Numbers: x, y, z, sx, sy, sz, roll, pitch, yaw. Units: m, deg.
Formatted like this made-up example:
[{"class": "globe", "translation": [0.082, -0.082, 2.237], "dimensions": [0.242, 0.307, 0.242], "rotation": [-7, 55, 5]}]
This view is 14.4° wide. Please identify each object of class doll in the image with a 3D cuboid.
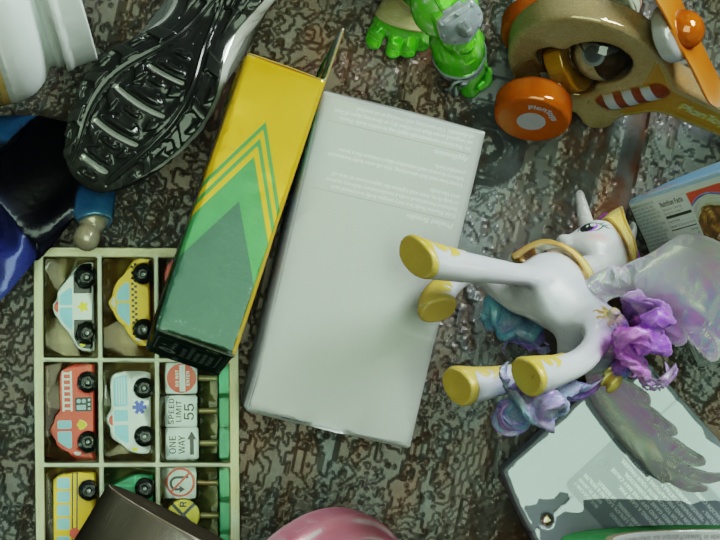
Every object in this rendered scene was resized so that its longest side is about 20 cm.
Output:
[{"class": "doll", "translation": [-0.211, -0.042, 1.709], "dimensions": [0.136, 0.048, 0.200], "rotation": [39, 78, 26]}]

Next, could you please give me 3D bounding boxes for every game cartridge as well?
[{"class": "game cartridge", "translation": [0.185, 0.163, 1.758], "dimensions": [0.133, 0.040, 0.200], "rotation": [-42, 93, -7]}]

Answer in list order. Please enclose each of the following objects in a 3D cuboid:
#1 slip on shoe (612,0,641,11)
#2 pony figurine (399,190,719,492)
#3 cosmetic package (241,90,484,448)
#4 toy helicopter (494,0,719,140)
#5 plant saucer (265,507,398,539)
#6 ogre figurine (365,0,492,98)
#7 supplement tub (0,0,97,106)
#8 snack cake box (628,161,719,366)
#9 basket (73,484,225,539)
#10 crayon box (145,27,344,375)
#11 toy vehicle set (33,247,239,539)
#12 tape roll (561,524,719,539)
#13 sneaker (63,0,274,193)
[{"class": "slip on shoe", "translation": [0.108, -0.233, 1.739], "dimensions": [0.200, 0.074, 0.061], "rotation": [51, 54, -8]}, {"class": "pony figurine", "translation": [0.137, 0.033, 1.661], "dimensions": [0.193, 0.200, 0.167], "rotation": [48, 130, 25]}, {"class": "cosmetic package", "translation": [0.000, 0.000, 1.719], "dimensions": [0.107, 0.090, 0.200], "rotation": [16, 91, -5]}, {"class": "toy helicopter", "translation": [0.185, -0.119, 1.722], "dimensions": [0.200, 0.132, 0.079], "rotation": [21, 55, -21]}, {"class": "plant saucer", "translation": [-0.024, 0.239, 1.665], "dimensions": [0.051, 0.200, 0.201], "rotation": [19, 88, 34]}, {"class": "ogre figurine", "translation": [0.022, -0.199, 1.703], "dimensions": [0.098, 0.120, 0.200], "rotation": [-12, 90, -5]}, {"class": "supplement tub", "translation": [-0.266, -0.155, 1.666], "dimensions": [0.200, 0.145, 0.145], "rotation": [-16, 91, -5]}, {"class": "snack cake box", "translation": [0.246, -0.015, 1.677], "dimensions": [0.067, 0.200, 0.115], "rotation": [-23, 92, -20]}, {"class": "basket", "translation": [-0.145, 0.238, 1.656], "dimensions": [0.136, 0.180, 0.200], "rotation": [28, 88, 7]}, {"class": "crayon box", "translation": [-0.070, -0.045, 1.668], "dimensions": [0.052, 0.126, 0.200], "rotation": [19, 81, -4]}, {"class": "toy vehicle set", "translation": [-0.136, 0.085, 1.735], "dimensions": [0.124, 0.027, 0.200], "rotation": [-1, 90, -5]}, {"class": "tape roll", "translation": [0.215, 0.179, 1.643], "dimensions": [0.200, 0.200, 0.048], "rotation": [1, 91, -5]}, {"class": "sneaker", "translation": [-0.104, -0.125, 1.700], "dimensions": [0.074, 0.079, 0.200], "rotation": [33, 75, 6]}]
